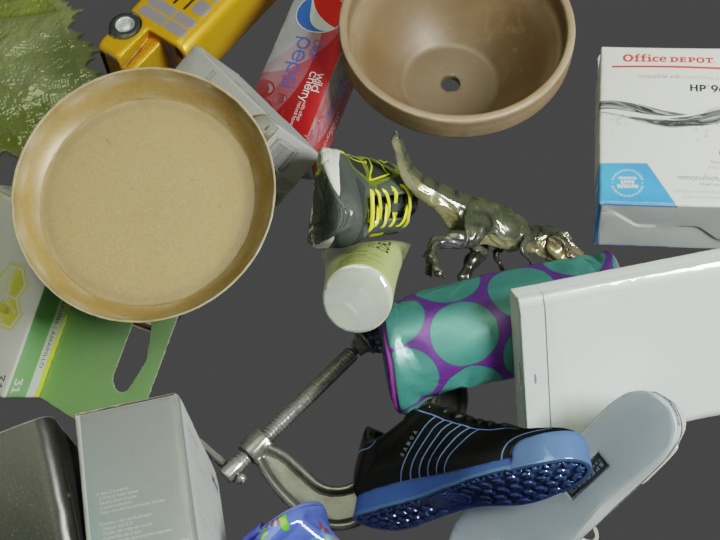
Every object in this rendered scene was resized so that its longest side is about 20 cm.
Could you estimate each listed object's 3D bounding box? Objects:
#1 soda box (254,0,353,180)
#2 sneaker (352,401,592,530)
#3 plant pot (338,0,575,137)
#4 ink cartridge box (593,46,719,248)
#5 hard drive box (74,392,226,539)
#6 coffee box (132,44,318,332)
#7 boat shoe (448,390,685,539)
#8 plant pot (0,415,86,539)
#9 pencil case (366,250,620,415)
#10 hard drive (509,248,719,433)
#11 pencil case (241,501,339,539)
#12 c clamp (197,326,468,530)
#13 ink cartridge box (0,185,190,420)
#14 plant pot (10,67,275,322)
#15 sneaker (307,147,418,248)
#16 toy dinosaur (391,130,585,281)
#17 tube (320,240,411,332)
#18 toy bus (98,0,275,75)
[{"bbox_3d":[-0.040,-0.181,1.273,0.063,0.070,0.201,13,62,13],"label":"soda box"},{"bbox_3d":[0.073,0.128,1.027,0.199,0.070,0.078,-19,56,34],"label":"sneaker"},{"bbox_3d":[0.081,-0.185,1.247,0.200,0.093,0.202,0,61,0],"label":"plant pot"},{"bbox_3d":[0.255,-0.121,1.211,0.115,0.068,0.201,2,60,6],"label":"ink cartridge box"},{"bbox_3d":[-0.135,0.212,1.007,0.076,0.156,0.201,-11,59,0],"label":"hard drive box"},{"bbox_3d":[-0.147,-0.063,1.168,0.200,0.080,0.114,-48,64,7],"label":"coffee box"},{"bbox_3d":[0.156,0.160,1.059,0.202,0.086,0.075,-44,66,14],"label":"boat shoe"},{"bbox_3d":[-0.259,0.238,0.993,0.199,0.200,0.178,-22,72,-8],"label":"plant pot"},{"bbox_3d":[0.110,0.048,1.103,0.199,0.093,0.085,-13,36,-7],"label":"pencil case"},{"bbox_3d":[0.212,0.057,1.069,0.199,0.133,0.027,-11,26,-9],"label":"hard drive"},{"bbox_3d":[-0.018,0.258,1.010,0.078,0.087,0.200,-44,59,18],"label":"pencil case"},{"bbox_3d":[-0.023,0.110,1.127,0.200,0.027,0.171,-38,65,-16],"label":"c clamp"},{"bbox_3d":[-0.241,0.035,1.125,0.199,0.048,0.146,27,100,32],"label":"ink cartridge box"},{"bbox_3d":[-0.162,-0.056,1.087,0.199,0.027,0.201,-1,75,2],"label":"plant pot"},{"bbox_3d":[0.005,-0.061,1.146,0.084,0.200,0.075,7,104,0],"label":"sneaker"},{"bbox_3d":[0.087,-0.026,1.155,0.199,0.047,0.089,27,77,-26],"label":"toy dinosaur"},{"bbox_3d":[0.000,0.000,1.118,0.058,0.200,0.052,35,100,-4],"label":"tube"},{"bbox_3d":[-0.147,-0.238,1.321,0.078,0.065,0.200,32,67,19],"label":"toy bus"}]
